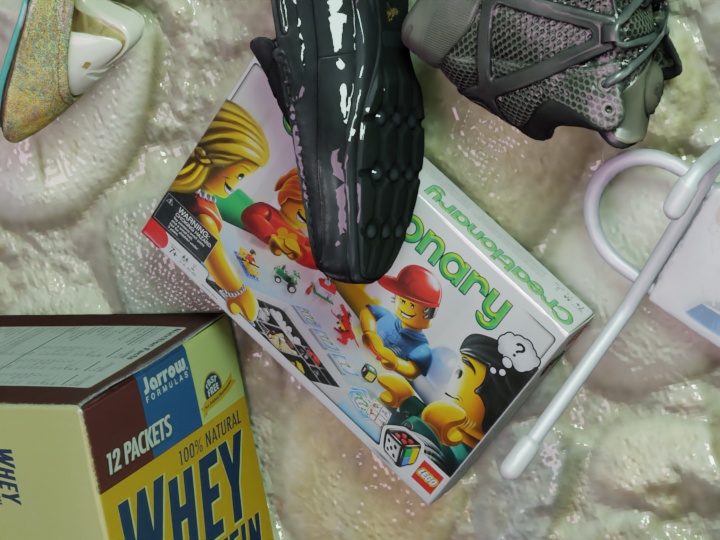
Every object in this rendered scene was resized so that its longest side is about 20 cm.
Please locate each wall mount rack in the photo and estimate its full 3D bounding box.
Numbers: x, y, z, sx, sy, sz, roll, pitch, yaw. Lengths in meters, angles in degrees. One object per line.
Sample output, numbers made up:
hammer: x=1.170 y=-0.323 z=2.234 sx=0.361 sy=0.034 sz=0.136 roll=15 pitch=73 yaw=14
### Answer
wall mount rack: x=0.159 y=0.047 z=0.982 sx=0.199 sy=0.075 sz=0.174 roll=35 pitch=122 yaw=12

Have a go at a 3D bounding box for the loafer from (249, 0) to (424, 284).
loafer: x=-0.013 y=-0.094 z=1.019 sx=0.070 sy=0.068 sz=0.202 roll=-2 pitch=90 yaw=29

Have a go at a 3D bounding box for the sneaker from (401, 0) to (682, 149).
sneaker: x=0.109 y=-0.130 z=0.947 sx=0.114 sy=0.076 sz=0.200 roll=43 pitch=127 yaw=7

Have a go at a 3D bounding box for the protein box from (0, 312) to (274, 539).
protein box: x=-0.165 y=0.136 z=1.173 sx=0.199 sy=0.135 sz=0.200 roll=-1 pitch=108 yaw=31

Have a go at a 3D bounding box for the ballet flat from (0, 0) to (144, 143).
ballet flat: x=-0.130 y=-0.142 z=1.091 sx=0.070 sy=0.071 sz=0.201 roll=26 pitch=120 yaw=19

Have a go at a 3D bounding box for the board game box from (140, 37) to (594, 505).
board game box: x=0.000 y=0.000 z=1.084 sx=0.200 sy=0.035 sz=0.126 roll=42 pitch=123 yaw=10
